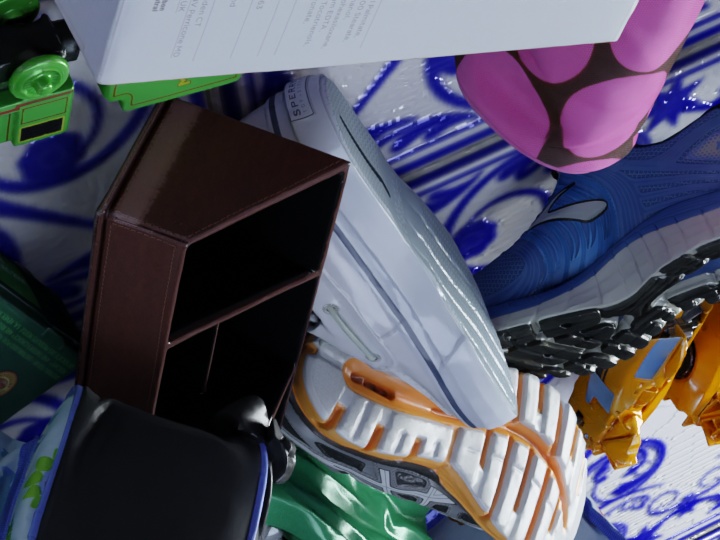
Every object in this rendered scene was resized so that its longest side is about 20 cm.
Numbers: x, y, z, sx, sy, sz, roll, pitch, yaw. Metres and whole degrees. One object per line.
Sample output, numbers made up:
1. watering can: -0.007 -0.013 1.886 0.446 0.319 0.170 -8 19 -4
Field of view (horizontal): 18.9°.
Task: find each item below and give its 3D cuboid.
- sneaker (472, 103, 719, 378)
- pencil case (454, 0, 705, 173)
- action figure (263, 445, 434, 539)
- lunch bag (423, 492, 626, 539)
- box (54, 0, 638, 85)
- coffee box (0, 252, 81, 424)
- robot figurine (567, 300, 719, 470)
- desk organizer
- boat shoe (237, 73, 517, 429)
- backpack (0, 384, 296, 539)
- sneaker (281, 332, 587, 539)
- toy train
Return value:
1. sneaker: 0.112 -0.014 0.993 0.200 0.090 0.078 -27 148 32
2. pencil case: 0.093 -0.132 0.815 0.091 0.093 0.200 -64 176 -46
3. action figure: -0.031 0.109 1.033 0.055 0.119 0.200 -31 141 22
4. lunch bag: 0.057 0.198 1.177 0.200 0.124 0.170 -39 155 0
5. box: -0.006 -0.141 0.681 0.199 0.125 0.098 -8 141 -32
6. coffee box: -0.219 0.056 0.840 0.200 0.044 0.123 -37 147 6
7. robot figurine: 0.187 0.013 1.105 0.144 0.058 0.200 -10 142 -34
8. desk organizer: -0.066 0.028 0.865 0.077 0.072 0.200 20 140 4
9. boat shoe: 0.000 0.000 0.914 0.067 0.074 0.200 -23 126 14
10. backpack: -0.123 0.161 0.816 0.146 0.183 0.200 15 132 -6
11. sneaker: 0.031 0.076 1.017 0.200 0.079 0.077 33 154 -33
12. toy train: -0.128 -0.067 0.759 0.199 0.042 0.056 -17 155 -22
